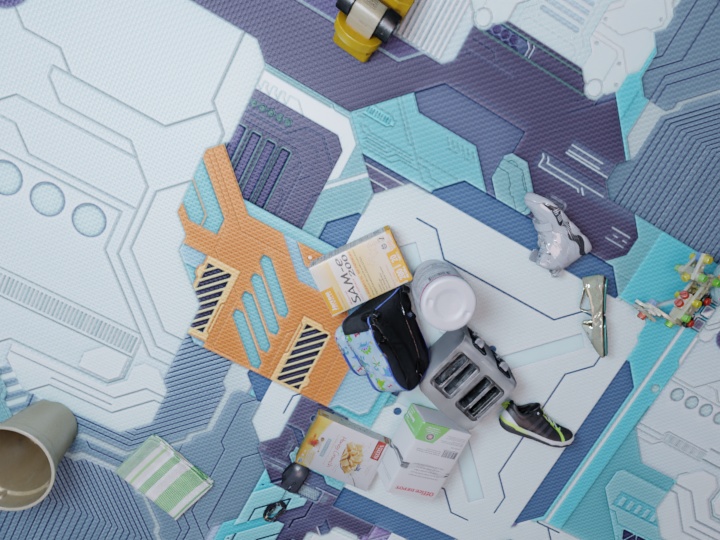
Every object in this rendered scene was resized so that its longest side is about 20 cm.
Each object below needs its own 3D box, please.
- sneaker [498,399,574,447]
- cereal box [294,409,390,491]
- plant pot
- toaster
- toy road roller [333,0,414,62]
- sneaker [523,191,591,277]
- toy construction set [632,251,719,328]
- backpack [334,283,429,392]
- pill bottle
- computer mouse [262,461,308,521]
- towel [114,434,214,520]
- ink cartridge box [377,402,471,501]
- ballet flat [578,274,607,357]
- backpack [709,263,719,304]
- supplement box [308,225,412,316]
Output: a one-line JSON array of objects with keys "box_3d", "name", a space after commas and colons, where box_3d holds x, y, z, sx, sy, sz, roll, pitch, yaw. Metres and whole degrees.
[{"box_3d": [0.436, 0.367, 1.303, 0.199, 0.072, 0.083, 16, 102, -6], "name": "sneaker"}, {"box_3d": [-0.043, 0.443, 1.319, 0.199, 0.040, 0.145, 25, 102, -8], "name": "cereal box"}, {"box_3d": [-0.744, 0.392, 1.204, 0.199, 0.184, 0.202, -1, 105, -2], "name": "plant pot"}, {"box_3d": [0.231, 0.244, 1.241, 0.181, 0.119, 0.200, 43, 99, -11], "name": "toaster"}, {"box_3d": [0.021, -0.513, 1.058, 0.122, 0.146, 0.201, 33, 63, -9], "name": "toy road roller"}, {"box_3d": [0.412, -0.075, 1.189, 0.200, 0.075, 0.115, 41, 96, -14], "name": "sneaker"}, {"box_3d": [0.734, 0.057, 1.227, 0.131, 0.092, 0.200, 33, 110, -34], "name": "toy construction set"}, {"box_3d": [0.054, 0.163, 1.180, 0.146, 0.183, 0.201, -19, 102, 40], "name": "backpack"}, {"box_3d": [0.170, 0.044, 1.145, 0.112, 0.200, 0.114, 0, 104, -2], "name": "pill bottle"}, {"box_3d": [-0.190, 0.560, 1.344, 0.058, 0.034, 0.201, 27, 104, -11], "name": "computer mouse"}, {"box_3d": [-0.485, 0.514, 1.328, 0.153, 0.023, 0.200, -44, 102, 9], "name": "towel"}, {"box_3d": [0.150, 0.438, 1.286, 0.145, 0.084, 0.201, 21, 103, -24], "name": "ink cartridge box"}, {"box_3d": [0.547, 0.106, 1.257, 0.062, 0.067, 0.202, 0, 102, 26], "name": "ballet flat"}, {"box_3d": [0.914, 0.043, 1.215, 0.198, 0.127, 0.168, 4, 92, -2], "name": "backpack"}, {"box_3d": [0.000, 0.000, 1.193, 0.199, 0.074, 0.127, -26, 103, 5], "name": "supplement box"}]
